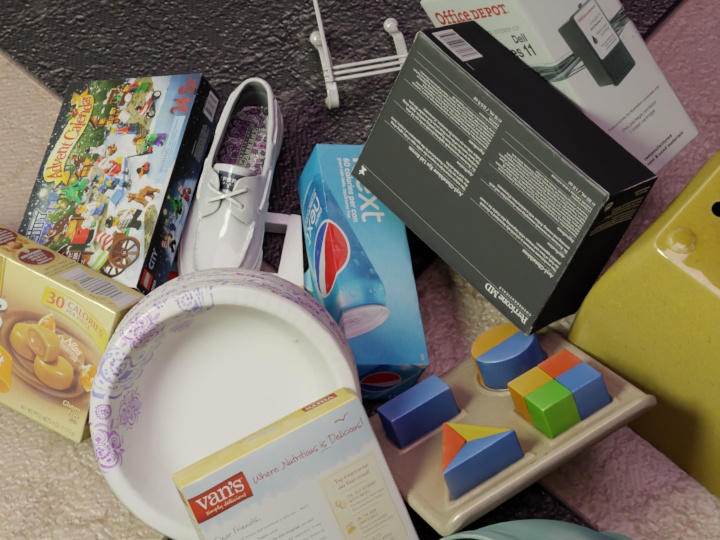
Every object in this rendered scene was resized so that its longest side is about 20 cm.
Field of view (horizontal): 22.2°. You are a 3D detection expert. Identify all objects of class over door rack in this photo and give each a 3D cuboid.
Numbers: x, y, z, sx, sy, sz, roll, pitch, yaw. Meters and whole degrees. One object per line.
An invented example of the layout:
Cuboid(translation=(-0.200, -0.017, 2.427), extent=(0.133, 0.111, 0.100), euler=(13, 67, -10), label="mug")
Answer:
Cuboid(translation=(0.023, -0.246, 1.590), extent=(0.146, 0.067, 0.202), euler=(-11, 83, -5), label="over door rack")

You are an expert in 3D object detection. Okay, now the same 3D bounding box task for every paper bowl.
Cuboid(translation=(-0.098, 0.097, 1.367), extent=(0.198, 0.104, 0.203), euler=(0, 102, -1), label="paper bowl")

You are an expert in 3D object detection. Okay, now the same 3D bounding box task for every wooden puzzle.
Cuboid(translation=(0.094, 0.102, 1.358), extent=(0.184, 0.047, 0.200), euler=(-30, 24, -14), label="wooden puzzle")

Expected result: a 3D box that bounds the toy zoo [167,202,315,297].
Cuboid(translation=(-0.125, 0.008, 1.493), extent=(0.198, 0.021, 0.132), euler=(7, 62, 5), label="toy zoo")

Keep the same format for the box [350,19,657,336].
Cuboid(translation=(0.105, -0.073, 1.396), extent=(0.200, 0.142, 0.079), euler=(44, 35, 22), label="box")

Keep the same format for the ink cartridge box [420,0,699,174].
Cuboid(translation=(0.155, -0.163, 1.456), extent=(0.083, 0.146, 0.201), euler=(-40, 107, -19), label="ink cartridge box")

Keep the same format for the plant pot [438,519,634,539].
Cuboid(translation=(0.143, 0.258, 1.273), extent=(0.133, 0.201, 0.201), euler=(-17, 59, -38), label="plant pot")

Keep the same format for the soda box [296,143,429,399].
Cuboid(translation=(0.000, 0.000, 1.462), extent=(0.067, 0.064, 0.202), euler=(1, 60, -19), label="soda box")

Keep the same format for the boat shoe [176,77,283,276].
Cuboid(translation=(-0.101, -0.065, 1.480), extent=(0.071, 0.069, 0.201), euler=(15, 62, 9), label="boat shoe")

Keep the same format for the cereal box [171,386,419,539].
Cuboid(translation=(-0.031, 0.203, 1.310), extent=(0.143, 0.039, 0.201), euler=(-25, 105, -12), label="cereal box")

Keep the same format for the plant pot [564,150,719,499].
Cuboid(translation=(0.283, 0.021, 1.377), extent=(0.195, 0.201, 0.194), euler=(38, 69, 20), label="plant pot")

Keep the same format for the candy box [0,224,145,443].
Cuboid(translation=(-0.273, 0.036, 1.424), extent=(0.199, 0.116, 0.055), euler=(25, 20, 16), label="candy box")

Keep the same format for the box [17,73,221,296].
Cuboid(translation=(-0.202, -0.064, 1.492), extent=(0.135, 0.038, 0.202), euler=(-1, 60, 27), label="box")
